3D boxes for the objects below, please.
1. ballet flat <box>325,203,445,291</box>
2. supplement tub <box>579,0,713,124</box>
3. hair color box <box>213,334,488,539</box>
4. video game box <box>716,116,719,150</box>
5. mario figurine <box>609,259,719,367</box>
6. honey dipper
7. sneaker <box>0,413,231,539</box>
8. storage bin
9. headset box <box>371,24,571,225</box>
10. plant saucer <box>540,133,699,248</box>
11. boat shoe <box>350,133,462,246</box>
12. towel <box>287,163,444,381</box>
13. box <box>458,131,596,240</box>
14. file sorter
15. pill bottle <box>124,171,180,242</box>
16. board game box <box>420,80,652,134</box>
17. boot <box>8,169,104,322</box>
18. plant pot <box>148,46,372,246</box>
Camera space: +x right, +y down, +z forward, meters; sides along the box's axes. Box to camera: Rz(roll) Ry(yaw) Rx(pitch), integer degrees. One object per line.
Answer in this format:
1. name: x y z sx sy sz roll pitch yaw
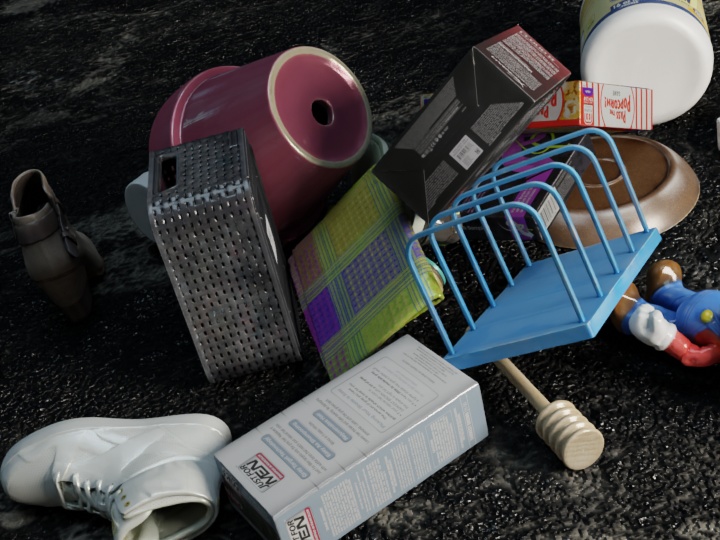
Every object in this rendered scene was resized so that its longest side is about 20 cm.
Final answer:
1. ballet flat: 0.005 -0.011 1.144 0.070 0.071 0.200 -29 36 -21
2. supplement tub: 0.326 -0.273 1.327 0.143 0.145 0.201 -5 35 14
3. hair color box: -0.006 0.141 0.925 0.199 0.061 0.099 -30 36 -23
4. video game box: 0.499 -0.147 1.166 0.182 0.047 0.200 -31 37 -20
5. mario figurine: 0.295 0.030 0.925 0.200 0.106 0.124 24 78 52
6. honey dipper: 0.135 0.097 0.961 0.038 0.038 0.200 -23 31 -13
7. sneaker: -0.207 0.179 0.933 0.198 0.074 0.116 -10 31 4
8. storage bin: -0.123 -0.013 1.065 0.093 0.201 0.136 -14 33 0
9. headset box: 0.110 -0.142 1.071 0.077 0.149 0.200 42 27 2
10. plant saucer: 0.249 -0.091 1.194 0.199 0.032 0.201 -11 34 7
11. boat shoe: 0.043 -0.079 1.160 0.060 0.072 0.201 10 25 -23
12. towel: 0.000 0.000 1.074 0.144 0.023 0.201 -44 39 19
13. box: 0.126 -0.088 1.194 0.199 0.036 0.143 0 41 39
14. file sorter: 0.146 -0.024 0.982 0.138 0.123 0.200 -18 14 36
15. pill bottle: -0.169 -0.114 1.313 0.110 0.112 0.200 16 44 38
16. board game box: 0.187 -0.169 1.224 0.199 0.047 0.151 3 5 42
17. boot: -0.331 -0.042 1.237 0.070 0.147 0.200 -22 34 -8
18. plant pot: -0.089 -0.134 1.176 0.179 0.200 0.200 -26 16 48
